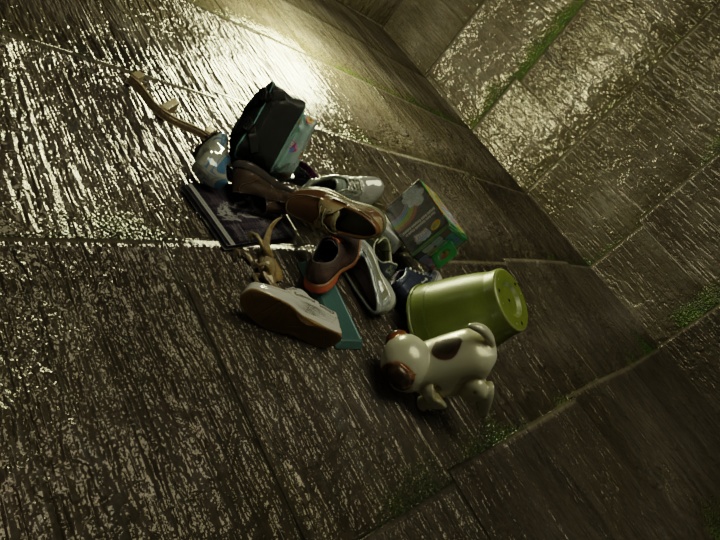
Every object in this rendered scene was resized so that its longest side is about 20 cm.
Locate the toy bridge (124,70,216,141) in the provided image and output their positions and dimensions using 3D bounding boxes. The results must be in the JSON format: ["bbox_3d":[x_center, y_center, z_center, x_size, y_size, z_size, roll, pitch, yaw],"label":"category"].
[{"bbox_3d":[-0.396,-0.333,1.110,0.199,0.027,0.068,36,30,-13],"label":"toy bridge"}]

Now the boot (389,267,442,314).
[{"bbox_3d":[0.128,0.022,1.244,0.091,0.072,0.200,55,27,-9],"label":"boot"}]

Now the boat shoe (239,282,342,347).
[{"bbox_3d":[-0.113,0.062,0.892,0.199,0.070,0.070,33,36,-37],"label":"boat shoe"}]

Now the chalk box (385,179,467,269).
[{"bbox_3d":[0.169,-0.094,1.314,0.123,0.124,0.201,24,32,-56],"label":"chalk box"}]

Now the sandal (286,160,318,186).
[{"bbox_3d":[-0.128,-0.220,1.222,0.198,0.049,0.075,20,23,4],"label":"sandal"}]

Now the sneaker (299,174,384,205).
[{"bbox_3d":[-0.034,-0.169,1.152,0.197,0.080,0.071,-11,78,-21],"label":"sneaker"}]

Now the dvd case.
[{"bbox_3d":[-0.227,-0.108,1.035,0.149,0.016,0.199,52,28,13],"label":"dvd case"}]

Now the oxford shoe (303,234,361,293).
[{"bbox_3d":[-0.044,-0.040,1.043,0.070,0.073,0.201,18,39,11],"label":"oxford shoe"}]

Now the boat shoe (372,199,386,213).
[{"bbox_3d":[-0.039,-0.118,1.215,0.198,0.066,0.072,-7,50,-21],"label":"boat shoe"}]

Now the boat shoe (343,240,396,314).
[{"bbox_3d":[-0.001,0.002,1.122,0.064,0.074,0.204,-2,58,-58],"label":"boat shoe"}]

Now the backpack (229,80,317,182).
[{"bbox_3d":[-0.190,-0.274,1.117,0.152,0.178,0.199,27,-8,-28],"label":"backpack"}]

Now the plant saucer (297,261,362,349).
[{"bbox_3d":[-0.056,0.061,1.026,0.069,0.019,0.202,10,44,-46],"label":"plant saucer"}]

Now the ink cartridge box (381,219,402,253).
[{"bbox_3d":[0.023,-0.145,1.371,0.197,0.047,0.200,39,15,-8],"label":"ink cartridge box"}]

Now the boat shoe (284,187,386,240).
[{"bbox_3d":[-0.049,-0.106,1.024,0.197,0.077,0.074,13,22,7],"label":"boat shoe"}]

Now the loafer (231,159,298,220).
[{"bbox_3d":[-0.181,-0.142,1.072,0.199,0.072,0.072,29,-14,-40],"label":"loafer"}]

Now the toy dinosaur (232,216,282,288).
[{"bbox_3d":[-0.174,-0.024,0.969,0.101,0.058,0.202,34,34,-48],"label":"toy dinosaur"}]

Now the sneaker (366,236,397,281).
[{"bbox_3d":[0.033,-0.047,1.209,0.066,0.090,0.202,20,36,-34],"label":"sneaker"}]

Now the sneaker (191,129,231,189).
[{"bbox_3d":[-0.284,-0.217,1.058,0.073,0.071,0.201,51,14,-30],"label":"sneaker"}]

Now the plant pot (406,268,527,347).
[{"bbox_3d":[0.230,0.090,1.110,0.199,0.192,0.203,29,48,-39],"label":"plant pot"}]

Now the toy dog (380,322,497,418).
[{"bbox_3d":[0.134,0.172,0.962,0.197,0.195,0.141,2,52,-4],"label":"toy dog"}]
